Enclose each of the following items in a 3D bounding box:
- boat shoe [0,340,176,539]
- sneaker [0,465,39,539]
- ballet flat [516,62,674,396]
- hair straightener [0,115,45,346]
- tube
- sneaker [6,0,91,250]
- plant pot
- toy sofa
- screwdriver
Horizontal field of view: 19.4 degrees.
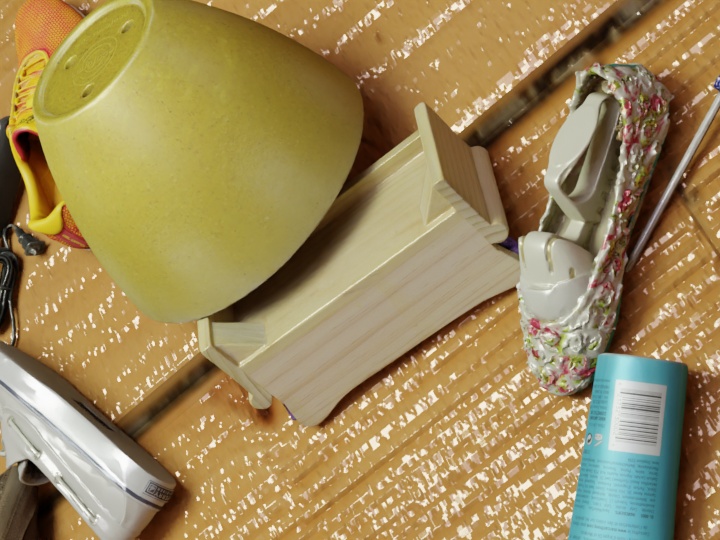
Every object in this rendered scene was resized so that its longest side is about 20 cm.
[{"bbox_3d":[-0.206,0.112,1.394,0.200,0.072,0.066,36,92,27],"label":"boat shoe"},{"bbox_3d":[-0.239,0.229,1.386,0.070,0.075,0.201,-30,37,50],"label":"sneaker"},{"bbox_3d":[0.124,-0.030,1.221,0.075,0.064,0.201,8,81,45],"label":"ballet flat"},{"bbox_3d":[-0.262,-0.013,1.480,0.077,0.041,0.201,6,79,34],"label":"hair straightener"},{"bbox_3d":[0.145,0.148,1.170,0.077,0.050,0.201,4,83,38],"label":"tube"},{"bbox_3d":[-0.209,-0.111,1.454,0.073,0.077,0.201,-30,60,24],"label":"sneaker"},{"bbox_3d":[-0.119,-0.089,1.306,0.200,0.142,0.200,-31,36,26],"label":"plant pot"},{"bbox_3d":[0.000,0.000,1.293,0.200,0.098,0.083,-36,35,19],"label":"toy sofa"},{"bbox_3d":[0.199,-0.088,1.212,0.028,0.029,0.200,33,94,35],"label":"screwdriver"}]
